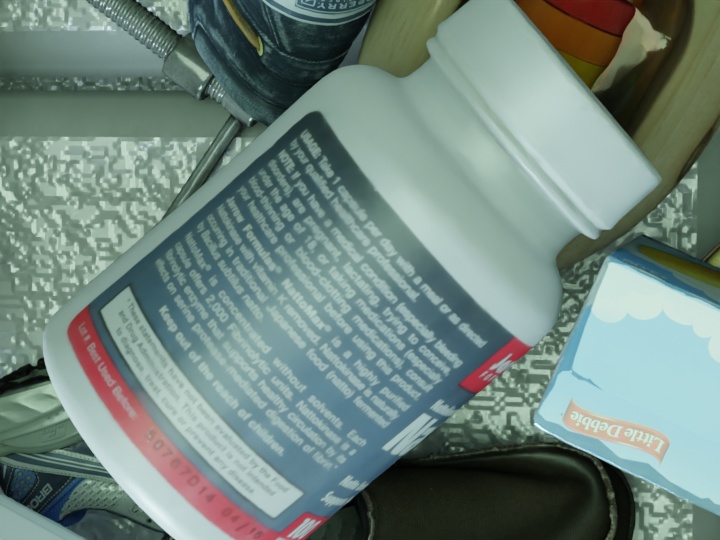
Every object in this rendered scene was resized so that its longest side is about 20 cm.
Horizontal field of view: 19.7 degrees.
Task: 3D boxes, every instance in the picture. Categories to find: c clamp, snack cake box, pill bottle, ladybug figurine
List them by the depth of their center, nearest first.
[{"bbox_3d":[0.000,0.000,0.719,0.200,0.120,0.120,-41,85,9],"label":"pill bottle"},{"bbox_3d":[0.170,0.060,0.726,0.200,0.115,0.067,25,99,10],"label":"snack cake box"},{"bbox_3d":[0.072,-0.085,0.788,0.136,0.072,0.200,31,110,-7],"label":"ladybug figurine"},{"bbox_3d":[-0.101,-0.139,0.858,0.200,0.027,0.171,43,102,6],"label":"c clamp"}]

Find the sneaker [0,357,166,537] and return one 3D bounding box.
[{"bbox_3d":[-0.062,0.064,0.849,0.200,0.077,0.085,-14,101,21],"label":"sneaker"}]

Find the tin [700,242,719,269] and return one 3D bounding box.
[{"bbox_3d":[0.211,0.005,0.790,0.200,0.042,0.112,-34,90,13],"label":"tin"}]

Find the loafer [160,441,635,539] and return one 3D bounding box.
[{"bbox_3d":[0.012,0.109,0.799,0.200,0.071,0.073,-14,66,-7],"label":"loafer"}]

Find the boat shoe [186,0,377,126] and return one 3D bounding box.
[{"bbox_3d":[-0.049,-0.152,0.806,0.071,0.091,0.200,-5,56,-22],"label":"boat shoe"}]

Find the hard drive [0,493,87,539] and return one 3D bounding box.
[{"bbox_3d":[-0.114,0.151,0.819,0.200,0.027,0.132,24,138,28],"label":"hard drive"}]
